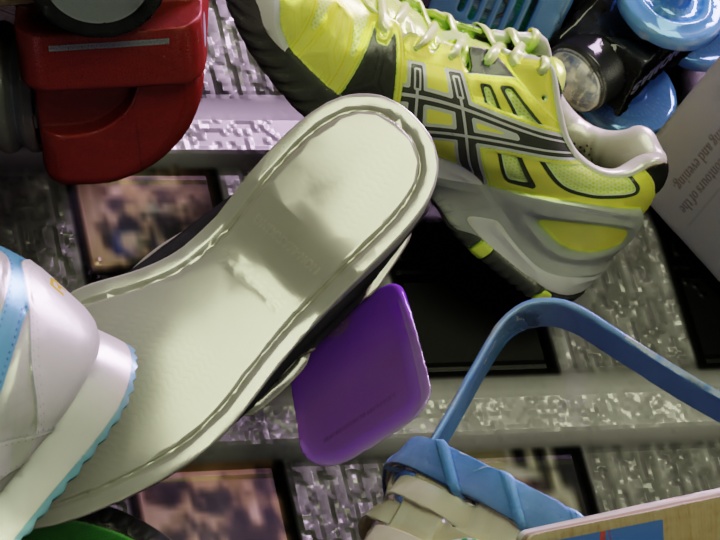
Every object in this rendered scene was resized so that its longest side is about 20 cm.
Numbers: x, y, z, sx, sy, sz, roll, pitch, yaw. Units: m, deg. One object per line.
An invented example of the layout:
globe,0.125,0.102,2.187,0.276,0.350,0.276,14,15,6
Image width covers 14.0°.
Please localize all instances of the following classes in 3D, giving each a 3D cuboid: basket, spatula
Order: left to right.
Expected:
spatula,0.000,0.000,1.080,0.021,0.056,0.200,46,23,-24
basket,0.082,0.118,0.991,0.176,0.139,0.200,26,58,19

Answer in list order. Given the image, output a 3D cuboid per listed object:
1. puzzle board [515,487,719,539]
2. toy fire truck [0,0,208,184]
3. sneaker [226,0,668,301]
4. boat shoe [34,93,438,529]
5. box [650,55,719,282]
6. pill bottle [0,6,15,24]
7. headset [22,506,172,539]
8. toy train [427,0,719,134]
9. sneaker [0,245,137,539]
puzzle board,0.118,0.163,0.912,0.150,0.017,0.201,-9,102,-24
toy fire truck,-0.136,-0.047,0.994,0.175,0.201,0.129,-3,38,0
sneaker,0.031,-0.072,1.108,0.200,0.076,0.076,36,22,-26
boat shoe,-0.055,0.018,1.012,0.074,0.060,0.200,43,78,10
box,0.255,-0.069,1.163,0.200,0.199,0.171,-34,78,-36
pill bottle,-0.155,-0.126,1.073,0.199,0.110,0.110,20,54,-10
headset,-0.089,0.166,0.959,0.123,0.094,0.200,-12,50,-25
toy train,0.122,-0.140,1.224,0.114,0.087,0.200,40,52,12
sneaker,-0.153,0.079,0.906,0.081,0.076,0.200,43,60,-21
